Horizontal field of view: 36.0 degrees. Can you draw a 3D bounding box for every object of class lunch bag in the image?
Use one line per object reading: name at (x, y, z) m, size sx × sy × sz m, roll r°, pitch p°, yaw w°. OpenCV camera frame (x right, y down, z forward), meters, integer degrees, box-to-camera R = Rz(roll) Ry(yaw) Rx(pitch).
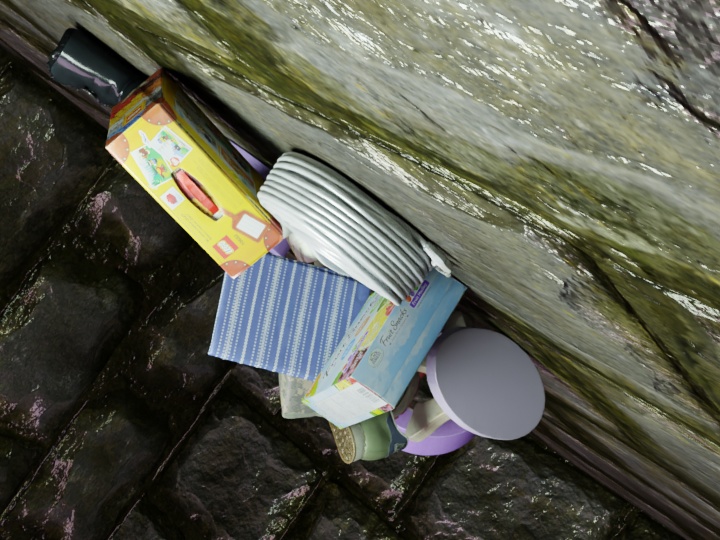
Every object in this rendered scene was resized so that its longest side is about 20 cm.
lunch bag at (-0.063, 0.091, 1.615) m, size 0.117 × 0.165 × 0.200 m, roll 1°, pitch -142°, yaw -9°

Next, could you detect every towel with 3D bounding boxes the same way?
towel at (-0.083, 0.059, 1.373) m, size 0.199 × 0.145 × 0.024 m, roll 17°, pitch 161°, yaw -23°

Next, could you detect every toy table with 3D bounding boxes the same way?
toy table at (0.132, 0.144, 1.444) m, size 0.200 × 0.184 × 0.117 m, roll 44°, pitch 157°, yaw -29°

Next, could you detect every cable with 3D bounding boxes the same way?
cable at (-0.017, -0.043, 1.160) m, size 0.200 × 0.069 × 0.200 m, roll 37°, pitch 176°, yaw -24°

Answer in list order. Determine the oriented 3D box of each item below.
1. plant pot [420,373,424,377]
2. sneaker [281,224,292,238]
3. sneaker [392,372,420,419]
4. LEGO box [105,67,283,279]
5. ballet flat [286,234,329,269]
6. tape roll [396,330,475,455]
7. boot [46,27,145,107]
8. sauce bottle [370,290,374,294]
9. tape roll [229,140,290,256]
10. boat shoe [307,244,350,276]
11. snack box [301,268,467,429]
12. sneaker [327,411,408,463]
plant pot at (0.039, 0.128, 1.888) m, size 0.200 × 0.178 × 0.200 m, roll 35°, pitch 176°, yaw 3°
sneaker at (-0.147, -0.065, 1.380) m, size 0.199 × 0.081 × 0.075 m, roll -5°, pitch 121°, yaw 39°
sneaker at (0.040, 0.108, 1.493) m, size 0.080 × 0.201 × 0.075 m, roll 6°, pitch 161°, yaw 35°
LEGO box at (-0.181, -0.110, 1.223) m, size 0.200 × 0.077 × 0.149 m, roll 48°, pitch -170°, yaw -24°
ballet flat at (-0.050, -0.016, 1.435) m, size 0.063 × 0.068 × 0.200 m, roll -85°, pitch -26°, yaw -51°
tape roll at (0.094, 0.158, 1.582) m, size 0.200 × 0.200 × 0.066 m, roll 35°, pitch 149°, yaw 13°
boot at (-0.312, -0.230, 1.400) m, size 0.168 × 0.077 × 0.200 m, roll 33°, pitch -177°, yaw -23°
sauce bottle at (0.000, 0.000, 1.555) m, size 0.065 × 0.065 × 0.200 m, roll 31°, pitch 175°, yaw 47°
tape roll at (-0.165, -0.107, 1.546) m, size 0.200 × 0.085 × 0.200 m, roll 36°, pitch 176°, yaw 3°
boat shoe at (-0.017, -0.032, 1.362) m, size 0.066 × 0.070 × 0.200 m, roll 30°, pitch 180°, yaw 42°
snack box at (0.023, 0.089, 1.290) m, size 0.068 × 0.169 × 0.200 m, roll 36°, pitch 157°, yaw -6°
sneaker at (0.002, 0.163, 1.432) m, size 0.089 × 0.067 × 0.201 m, roll 0°, pitch -137°, yaw -21°
